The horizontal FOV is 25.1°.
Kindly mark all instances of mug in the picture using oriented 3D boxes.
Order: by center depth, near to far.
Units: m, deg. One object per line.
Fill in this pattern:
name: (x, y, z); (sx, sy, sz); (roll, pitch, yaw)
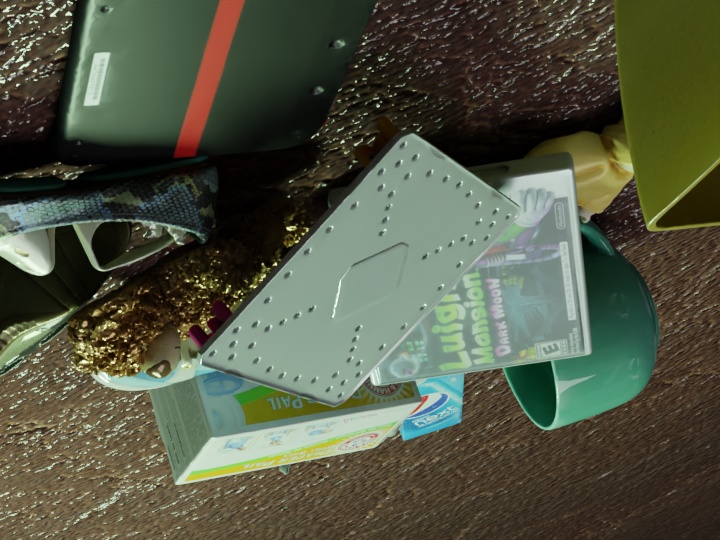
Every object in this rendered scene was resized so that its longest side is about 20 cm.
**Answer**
mug: (0.190, 0.041, 1.382); (0.113, 0.153, 0.185); (-17, 158, -13)

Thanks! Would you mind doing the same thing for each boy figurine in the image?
boy figurine: (0.162, -0.064, 1.236); (0.198, 0.065, 0.124); (-25, 155, 22)

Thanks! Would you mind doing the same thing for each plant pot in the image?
plant pot: (0.263, -0.156, 0.952); (0.198, 0.178, 0.200); (-5, 154, -29)

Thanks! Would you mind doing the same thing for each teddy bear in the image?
teddy bear: (-0.107, 0.014, 1.100); (0.144, 0.067, 0.200); (-25, -171, 33)

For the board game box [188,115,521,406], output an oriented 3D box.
board game box: (0.000, 0.000, 1.089); (0.200, 0.026, 0.200); (-47, 152, 10)

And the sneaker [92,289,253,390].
sneaker: (-0.097, 0.041, 1.197); (0.198, 0.081, 0.130); (-13, -176, -39)

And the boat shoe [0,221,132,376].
boat shoe: (-0.228, 0.015, 1.100); (0.200, 0.072, 0.066); (-41, 178, 17)

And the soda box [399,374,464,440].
soda box: (0.056, 0.091, 1.500); (0.063, 0.068, 0.200); (-18, 158, -4)

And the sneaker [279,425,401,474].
sneaker: (-0.057, 0.144, 1.463); (0.197, 0.083, 0.075); (5, 171, -19)

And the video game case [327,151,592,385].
video game case: (0.080, 0.004, 1.230); (0.179, 0.024, 0.201); (-8, 134, 5)

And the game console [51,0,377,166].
game console: (-0.086, -0.126, 0.940); (0.175, 0.031, 0.200); (-6, 154, -19)

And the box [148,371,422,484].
box: (-0.065, 0.095, 1.353); (0.198, 0.114, 0.101); (-8, 156, -30)

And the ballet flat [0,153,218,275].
ballet flat: (-0.180, -0.030, 1.002); (0.198, 0.075, 0.074); (-8, 156, -21)
